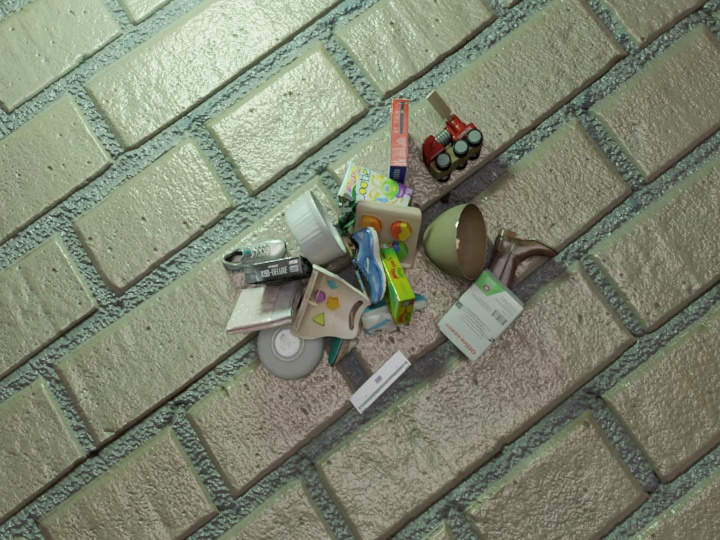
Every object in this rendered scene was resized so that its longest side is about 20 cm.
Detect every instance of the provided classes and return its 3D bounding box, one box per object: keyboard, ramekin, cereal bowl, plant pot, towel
[{"bbox_3d":[0.055,0.313,1.547,0.199,0.011,0.056,-44,78,-4],"label":"keyboard"},{"bbox_3d":[-0.127,-0.109,1.519,0.096,0.200,0.204,-30,82,4],"label":"ramekin"},{"bbox_3d":[-0.197,0.204,1.533,0.192,0.083,0.208,0,83,2],"label":"cereal bowl"},{"bbox_3d":[0.251,-0.078,1.519,0.131,0.198,0.208,0,80,37],"label":"plant pot"},{"bbox_3d":[-0.259,0.096,1.495,0.184,0.202,0.033,-11,116,7],"label":"towel"}]

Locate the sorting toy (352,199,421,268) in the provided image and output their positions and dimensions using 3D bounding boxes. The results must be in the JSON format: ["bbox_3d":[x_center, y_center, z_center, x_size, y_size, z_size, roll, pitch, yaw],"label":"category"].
[{"bbox_3d":[0.069,-0.093,1.524,0.178,0.204,0.037,9,42,4],"label":"sorting toy"}]

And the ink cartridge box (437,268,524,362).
[{"bbox_3d":[0.326,0.120,1.496,0.146,0.084,0.201,43,107,8],"label":"ink cartridge box"}]

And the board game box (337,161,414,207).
[{"bbox_3d":[0.044,-0.211,1.570,0.195,0.105,0.106,24,83,6],"label":"board game box"}]

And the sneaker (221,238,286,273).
[{"bbox_3d":[-0.306,-0.043,1.569,0.194,0.087,0.077,-19,80,-2],"label":"sneaker"}]

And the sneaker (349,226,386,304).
[{"bbox_3d":[0.013,-0.008,1.467,0.086,0.078,0.207,-12,86,-16],"label":"sneaker"}]

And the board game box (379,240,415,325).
[{"bbox_3d":[0.086,0.032,1.480,0.046,0.103,0.204,-11,51,-14],"label":"board game box"}]

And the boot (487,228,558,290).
[{"bbox_3d":[0.441,0.006,1.546,0.181,0.064,0.206,18,80,18],"label":"boot"}]

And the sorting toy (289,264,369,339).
[{"bbox_3d":[-0.072,0.098,1.478,0.175,0.107,0.205,22,108,-1],"label":"sorting toy"}]

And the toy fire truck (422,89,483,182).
[{"bbox_3d":[0.238,-0.394,1.589,0.174,0.129,0.202,-35,71,-2],"label":"toy fire truck"}]

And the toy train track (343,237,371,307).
[{"bbox_3d":[0.000,0.000,1.533,0.032,0.115,0.206,-18,76,-6],"label":"toy train track"}]

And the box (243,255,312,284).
[{"bbox_3d":[-0.214,0.003,1.496,0.152,0.200,0.052,-10,87,6],"label":"box"}]

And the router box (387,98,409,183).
[{"bbox_3d":[0.105,-0.350,1.538,0.047,0.200,0.186,2,82,1],"label":"router box"}]

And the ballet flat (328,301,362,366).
[{"bbox_3d":[-0.035,0.174,1.543,0.065,0.068,0.207,17,84,-24],"label":"ballet flat"}]

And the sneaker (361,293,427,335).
[{"bbox_3d":[0.096,0.119,1.545,0.193,0.077,0.083,-16,107,-6],"label":"sneaker"}]

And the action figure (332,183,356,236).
[{"bbox_3d":[-0.044,-0.147,1.517,0.053,0.200,0.122,15,73,-3],"label":"action figure"}]
